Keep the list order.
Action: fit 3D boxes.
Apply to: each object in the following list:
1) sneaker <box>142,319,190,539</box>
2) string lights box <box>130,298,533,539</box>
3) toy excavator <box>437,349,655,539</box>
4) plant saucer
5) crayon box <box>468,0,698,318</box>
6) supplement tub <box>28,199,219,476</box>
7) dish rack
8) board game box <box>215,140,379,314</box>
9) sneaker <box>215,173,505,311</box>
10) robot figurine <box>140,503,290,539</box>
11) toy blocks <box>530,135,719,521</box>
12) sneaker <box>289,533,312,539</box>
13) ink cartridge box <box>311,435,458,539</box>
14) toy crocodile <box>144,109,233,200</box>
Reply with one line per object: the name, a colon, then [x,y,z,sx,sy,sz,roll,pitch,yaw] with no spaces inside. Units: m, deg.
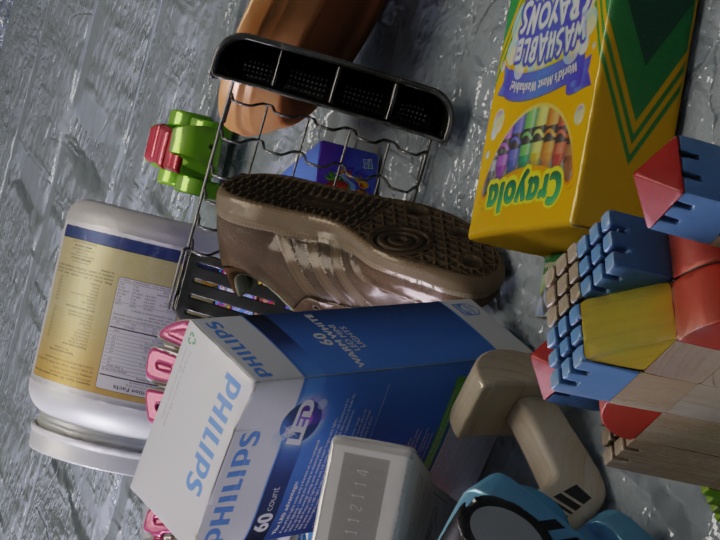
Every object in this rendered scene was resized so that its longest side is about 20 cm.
sneaker: [-0.081,0.132,1.219,0.073,0.087,0.202,-9,80,40]
string lights box: [-0.011,0.076,1.033,0.059,0.199,0.103,41,120,37]
toy excavator: [0.084,0.129,0.913,0.194,0.199,0.100,39,121,22]
plant saucer: [-0.025,-0.173,1.345,0.201,0.037,0.200,-56,-12,-18]
crayon box: [0.111,-0.080,1.016,0.126,0.051,0.202,173,108,-69]
supplement tub: [-0.184,0.054,1.604,0.144,0.143,0.202,-164,87,-70]
dish rack: [-0.037,-0.035,1.256,0.055,0.152,0.202,-68,-6,-81]
board game box: [-0.051,0.005,1.416,0.200,0.044,0.136,148,131,-63]
sneaker: [0.000,0.000,1.175,0.199,0.070,0.076,20,122,35]
robot figurine: [-0.086,0.164,1.314,0.169,0.112,0.202,-37,43,50]
toy blocks: [0.133,0.022,0.768,0.200,0.135,0.101,128,148,-51]
sneaker: [-0.002,0.140,1.181,0.089,0.078,0.202,-9,75,57]
ink cartridge box: [0.001,0.195,0.984,0.176,0.044,0.202,58,-138,-73]
toy crocodile: [-0.155,-0.104,1.742,0.200,0.061,0.068,-157,80,-70]
